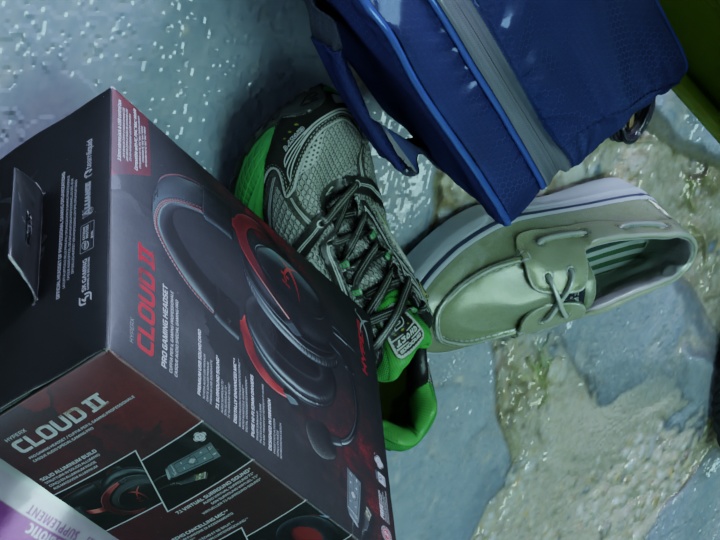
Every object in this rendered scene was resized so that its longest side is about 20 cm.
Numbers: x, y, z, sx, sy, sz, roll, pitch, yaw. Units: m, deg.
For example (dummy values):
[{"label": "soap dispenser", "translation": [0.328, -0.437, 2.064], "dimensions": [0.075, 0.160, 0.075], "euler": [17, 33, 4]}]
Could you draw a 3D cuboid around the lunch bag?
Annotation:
[{"label": "lunch bag", "translation": [0.042, -0.117, 0.845], "dimensions": [0.132, 0.136, 0.200], "euler": [-38, 134, -2]}]

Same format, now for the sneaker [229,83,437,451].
[{"label": "sneaker", "translation": [0.000, 0.000, 0.910], "dimensions": [0.078, 0.085, 0.201], "euler": [-37, 132, -25]}]

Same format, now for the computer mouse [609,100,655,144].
[{"label": "computer mouse", "translation": [0.151, -0.159, 1.021], "dimensions": [0.059, 0.034, 0.201], "euler": [-33, 139, -51]}]

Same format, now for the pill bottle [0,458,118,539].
[{"label": "pill bottle", "translation": [-0.188, 0.149, 0.782], "dimensions": [0.200, 0.112, 0.112], "euler": [-57, 138, -5]}]

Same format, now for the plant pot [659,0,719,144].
[{"label": "plant pot", "translation": [0.192, -0.179, 0.838], "dimensions": [0.181, 0.200, 0.199], "euler": [-38, 169, -2]}]

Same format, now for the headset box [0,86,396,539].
[{"label": "headset box", "translation": [-0.076, 0.035, 0.778], "dimensions": [0.075, 0.149, 0.200], "euler": [-30, 129, 22]}]

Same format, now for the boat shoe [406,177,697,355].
[{"label": "boat shoe", "translation": [0.099, -0.002, 1.023], "dimensions": [0.200, 0.062, 0.072], "euler": [-23, 126, -34]}]

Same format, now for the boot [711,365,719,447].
[{"label": "boot", "translation": [0.322, 0.032, 1.271], "dimensions": [0.200, 0.066, 0.165], "euler": [-22, 127, -41]}]
